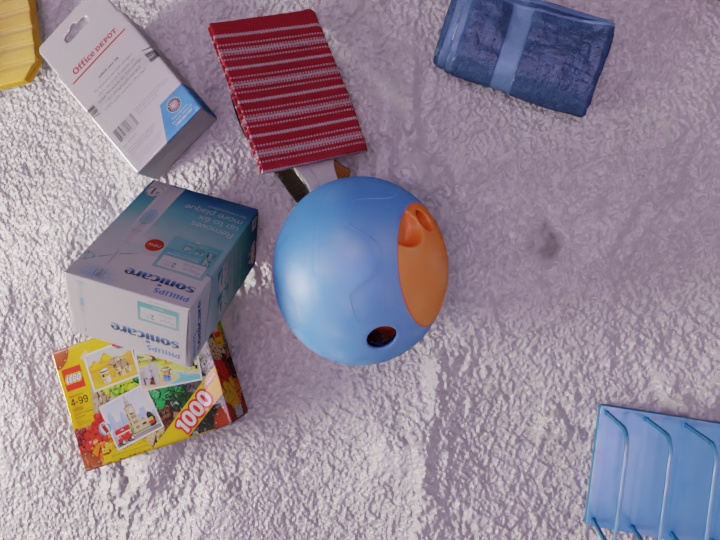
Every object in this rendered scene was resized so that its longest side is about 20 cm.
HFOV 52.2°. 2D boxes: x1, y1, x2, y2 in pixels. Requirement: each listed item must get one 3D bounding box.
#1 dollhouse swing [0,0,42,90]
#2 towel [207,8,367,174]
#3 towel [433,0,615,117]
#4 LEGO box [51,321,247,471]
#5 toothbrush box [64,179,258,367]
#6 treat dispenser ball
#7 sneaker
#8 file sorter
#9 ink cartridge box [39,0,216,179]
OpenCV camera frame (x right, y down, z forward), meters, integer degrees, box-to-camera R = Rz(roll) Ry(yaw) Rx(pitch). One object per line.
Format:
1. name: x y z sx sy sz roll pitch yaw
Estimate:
1. dollhouse swing: -0.527 -0.314 0.903 0.171 0.181 0.207 -8 89 28
2. towel: -0.086 -0.214 0.864 0.141 0.023 0.205 -15 75 -23
3. towel: 0.190 -0.261 0.860 0.195 0.049 0.115 21 94 7
4. LEGO box: -0.256 0.138 0.907 0.195 0.077 0.153 -19 88 7
5. toothbrush box: -0.217 -0.004 0.836 0.142 0.202 0.087 16 129 7
6. treat dispenser ball: 0.000 0.000 0.809 0.194 0.201 0.208 0 90 7
7. sneaker: -0.086 -0.170 0.899 0.084 0.073 0.202 -30 78 -26
8. file sorter: 0.362 0.241 0.803 0.194 0.123 0.143 8 91 8
9. ink cartridge box: -0.288 -0.231 0.914 0.115 0.067 0.201 -41 86 6
